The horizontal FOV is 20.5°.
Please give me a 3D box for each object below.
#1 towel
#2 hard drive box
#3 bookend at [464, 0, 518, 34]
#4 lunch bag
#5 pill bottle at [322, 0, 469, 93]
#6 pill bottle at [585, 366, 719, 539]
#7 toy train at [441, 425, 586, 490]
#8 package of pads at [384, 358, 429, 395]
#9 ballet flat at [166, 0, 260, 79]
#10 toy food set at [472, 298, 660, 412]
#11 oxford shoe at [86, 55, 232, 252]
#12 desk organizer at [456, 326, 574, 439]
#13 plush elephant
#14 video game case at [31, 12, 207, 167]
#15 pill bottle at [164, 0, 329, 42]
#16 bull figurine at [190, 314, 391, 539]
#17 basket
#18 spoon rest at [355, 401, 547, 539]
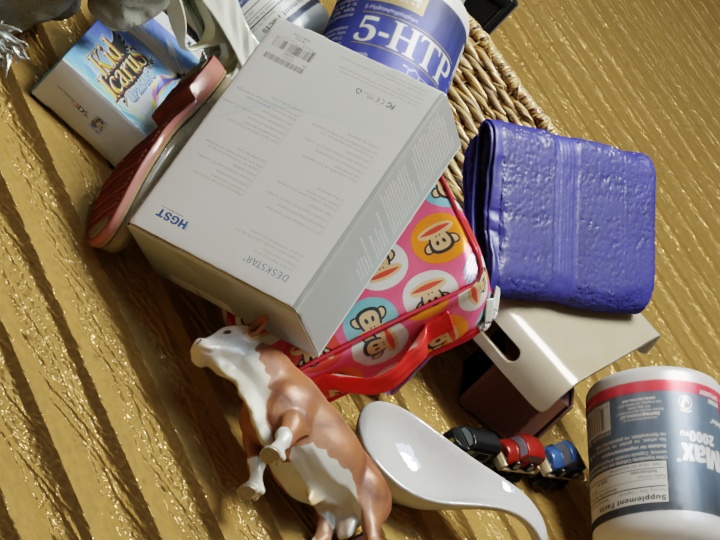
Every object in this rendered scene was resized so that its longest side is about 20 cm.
[{"bbox_3d":[0.169,-0.042,1.698,0.199,0.049,0.149,8,81,-37],"label":"towel"},{"bbox_3d":[-0.046,-0.063,1.450,0.155,0.200,0.077,27,-19,24],"label":"hard drive box"},{"bbox_3d":[0.093,-0.227,1.991,0.200,0.199,0.092,24,31,-42],"label":"bookend"},{"bbox_3d":[-0.003,0.015,1.484,0.082,0.199,0.177,69,-3,-54],"label":"lunch bag"},{"bbox_3d":[0.027,-0.193,1.716,0.119,0.119,0.201,34,62,-26],"label":"pill bottle"},{"bbox_3d":[0.253,0.194,1.679,0.119,0.119,0.201,24,56,-41],"label":"pill bottle"},{"bbox_3d":[0.129,0.155,1.669,0.200,0.046,0.034,15,40,-50],"label":"toy train"},{"bbox_3d":[0.000,0.000,1.656,0.120,0.076,0.200,34,27,-19],"label":"package of pads"},{"bbox_3d":[-0.117,-0.184,1.625,0.070,0.069,0.201,-87,156,-58],"label":"ballet flat"},{"bbox_3d":[0.162,0.040,1.730,0.144,0.060,0.200,49,35,13],"label":"toy food set"},{"bbox_3d":[-0.135,-0.077,1.500,0.075,0.070,0.200,44,53,-17],"label":"oxford shoe"},{"bbox_3d":[0.143,0.070,1.789,0.077,0.072,0.200,39,26,-12],"label":"desk organizer"},{"bbox_3d":[-0.234,-0.255,1.533,0.165,0.154,0.201,54,18,-55],"label":"plush elephant"},{"bbox_3d":[-0.160,-0.132,1.630,0.181,0.045,0.200,42,25,-10],"label":"video game case"},{"bbox_3d":[-0.098,-0.226,1.788,0.200,0.111,0.111,47,25,-1],"label":"pill bottle"},{"bbox_3d":[-0.045,0.125,1.388,0.200,0.065,0.122,48,29,-24],"label":"bull figurine"},{"bbox_3d":[0.092,-0.109,1.829,0.200,0.149,0.143,54,-4,15],"label":"basket"},{"bbox_3d":[0.075,0.171,1.541,0.200,0.061,0.100,40,25,-17],"label":"spoon rest"}]
